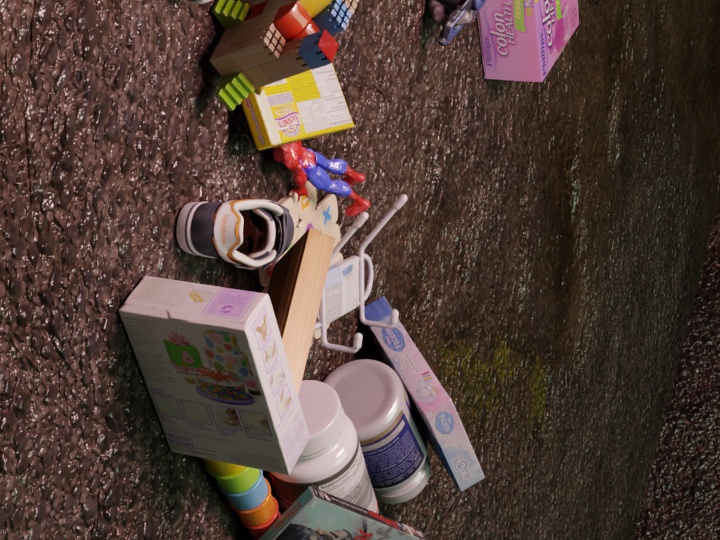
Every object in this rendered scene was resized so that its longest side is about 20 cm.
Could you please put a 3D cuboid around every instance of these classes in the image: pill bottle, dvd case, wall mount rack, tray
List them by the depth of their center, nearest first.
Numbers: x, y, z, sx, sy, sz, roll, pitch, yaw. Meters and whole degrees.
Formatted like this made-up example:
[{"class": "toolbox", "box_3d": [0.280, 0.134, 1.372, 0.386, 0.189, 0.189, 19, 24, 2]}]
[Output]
[{"class": "tray", "box_3d": [-0.082, 0.061, 1.600, 0.099, 0.037, 0.201, -43, -152, 52]}, {"class": "dvd case", "box_3d": [-0.035, 0.334, 1.746, 0.146, 0.022, 0.200, -47, 134, 15]}, {"class": "pill bottle", "box_3d": [-0.052, 0.233, 1.754, 0.114, 0.114, 0.200, -60, 147, -41]}, {"class": "wall mount rack", "box_3d": [0.000, 0.000, 1.815, 0.200, 0.074, 0.174, -29, 122, -62]}, {"class": "pill bottle", "box_3d": [0.022, 0.212, 1.910, 0.200, 0.115, 0.116, 65, 39, -49]}]

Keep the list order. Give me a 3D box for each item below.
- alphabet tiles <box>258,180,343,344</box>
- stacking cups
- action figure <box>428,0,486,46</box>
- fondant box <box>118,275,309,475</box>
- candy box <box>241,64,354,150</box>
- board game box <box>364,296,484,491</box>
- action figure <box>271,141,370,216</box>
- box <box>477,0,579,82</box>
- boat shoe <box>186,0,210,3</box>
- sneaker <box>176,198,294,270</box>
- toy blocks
[{"class": "alphabet tiles", "box_3d": [-0.071, -0.002, 1.767, 0.196, 0.015, 0.201, -48, 138, -53]}, {"class": "stacking cups", "box_3d": [-0.128, 0.235, 1.658, 0.200, 0.060, 0.061, 68, 37, -51]}, {"class": "action figure", "box_3d": [0.135, -0.418, 2.009, 0.200, 0.104, 0.194, -47, 150, -14]}, {"class": "fondant box", "box_3d": [-0.142, 0.106, 1.480, 0.058, 0.144, 0.200, -59, 147, -41]}, {"class": "candy box", "box_3d": [-0.074, -0.195, 1.652, 0.200, 0.026, 0.103, -23, 96, -62]}, {"class": "board game box", "box_3d": [0.081, 0.164, 1.964, 0.043, 0.199, 0.200, -30, 139, -5]}, {"class": "action figure", "box_3d": [-0.060, -0.120, 1.706, 0.200, 0.052, 0.066, 34, 44, -54]}, {"class": "box", "box_3d": [0.258, -0.415, 2.281, 0.200, 0.096, 0.176, -54, 143, -46]}, {"class": "boat shoe", "box_3d": [-0.128, -0.354, 1.474, 0.064, 0.070, 0.200, 68, 39, -49]}, {"class": "sneaker", "box_3d": [-0.109, -0.038, 1.582, 0.200, 0.079, 0.079, -5, 98, -63]}, {"class": "toy blocks", "box_3d": [-0.066, -0.265, 1.525, 0.100, 0.136, 0.200, 49, 44, -33]}]
